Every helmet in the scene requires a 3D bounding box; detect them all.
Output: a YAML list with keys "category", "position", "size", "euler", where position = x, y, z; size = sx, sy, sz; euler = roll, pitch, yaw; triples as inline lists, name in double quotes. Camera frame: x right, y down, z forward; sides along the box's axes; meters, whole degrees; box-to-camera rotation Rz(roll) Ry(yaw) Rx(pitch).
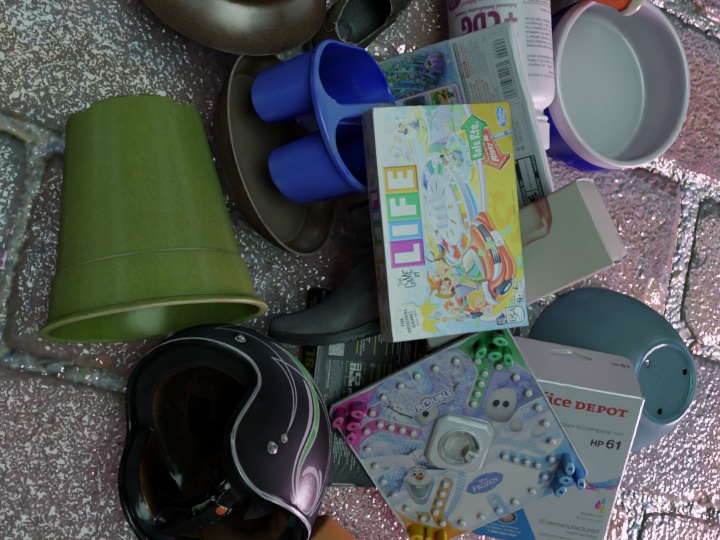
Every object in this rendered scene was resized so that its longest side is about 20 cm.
- category: "helmet"
  position: [-0.119, 0.150, 0.845]
  size: [0.198, 0.200, 0.193]
  euler: [17, 45, -24]

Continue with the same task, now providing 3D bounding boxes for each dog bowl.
- category: "dog bowl"
  position: [0.287, -0.219, 1.094]
  size: [0.197, 0.079, 0.204]
  euler: [0, 91, -25]

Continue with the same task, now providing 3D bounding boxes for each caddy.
- category: "caddy"
  position: [-0.016, -0.141, 0.889]
  size: [0.200, 0.104, 0.144]
  euler: [-19, 95, -66]

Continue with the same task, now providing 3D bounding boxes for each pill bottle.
- category: "pill bottle"
  position: [0.154, -0.231, 1.012]
  size: [0.112, 0.113, 0.204]
  euler: [-5, 92, -24]

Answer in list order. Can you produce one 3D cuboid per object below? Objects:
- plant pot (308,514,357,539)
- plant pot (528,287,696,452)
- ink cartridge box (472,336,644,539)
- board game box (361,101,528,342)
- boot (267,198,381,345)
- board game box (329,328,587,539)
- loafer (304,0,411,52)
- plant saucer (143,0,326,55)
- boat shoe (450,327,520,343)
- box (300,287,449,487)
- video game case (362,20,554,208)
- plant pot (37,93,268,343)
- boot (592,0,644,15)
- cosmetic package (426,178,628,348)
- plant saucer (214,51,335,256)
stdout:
- category: "plant pot"
  position: [-0.044, 0.333, 0.890]
  size: [0.199, 0.200, 0.141]
  euler: [-36, 87, -20]
- category: "plant pot"
  position: [0.306, 0.122, 1.072]
  size: [0.197, 0.134, 0.204]
  euler: [0, 89, -25]
- category: "ink cartridge box"
  position: [0.202, 0.186, 0.985]
  size: [0.142, 0.085, 0.203]
  euler: [9, 112, 2]
- category: "board game box"
  position: [0.076, -0.045, 0.829]
  size: [0.132, 0.034, 0.204]
  euler: [-6, 91, -17]
- category: "boot"
  position: [0.000, 0.000, 0.893]
  size: [0.197, 0.070, 0.134]
  euler: [-9, 88, 7]
- category: "board game box"
  position: [0.099, 0.177, 0.924]
  size: [0.198, 0.026, 0.201]
  euler: [-27, 109, 13]
- category: "loafer"
  position: [0.024, -0.290, 0.975]
  size: [0.073, 0.071, 0.201]
  euler: [39, 75, -20]
- category: "plant saucer"
  position: [-0.120, -0.292, 0.877]
  size: [0.197, 0.037, 0.203]
  euler: [11, 57, -18]
- category: "boat shoe"
  position: [0.146, 0.062, 1.036]
  size: [0.064, 0.072, 0.203]
  euler: [24, 83, -29]
- category: "box"
  position: [0.013, 0.126, 0.983]
  size: [0.157, 0.049, 0.204]
  euler: [6, 87, -27]
- category: "video game case"
  position: [0.097, -0.135, 0.972]
  size: [0.179, 0.024, 0.203]
  euler: [-13, 98, 20]
- category: "plant pot"
  position: [-0.193, -0.045, 0.829]
  size: [0.197, 0.200, 0.193]
  euler: [-4, 79, -24]
- category: "boot"
  position: [0.271, -0.350, 1.044]
  size: [0.106, 0.075, 0.201]
  euler: [23, 41, -8]
- category: "cosmetic package"
  position: [0.150, -0.007, 0.914]
  size: [0.088, 0.198, 0.103]
  euler: [66, 23, 6]
- category: "plant saucer"
  position: [-0.084, -0.110, 0.893]
  size: [0.200, 0.034, 0.203]
  euler: [44, 40, -53]
